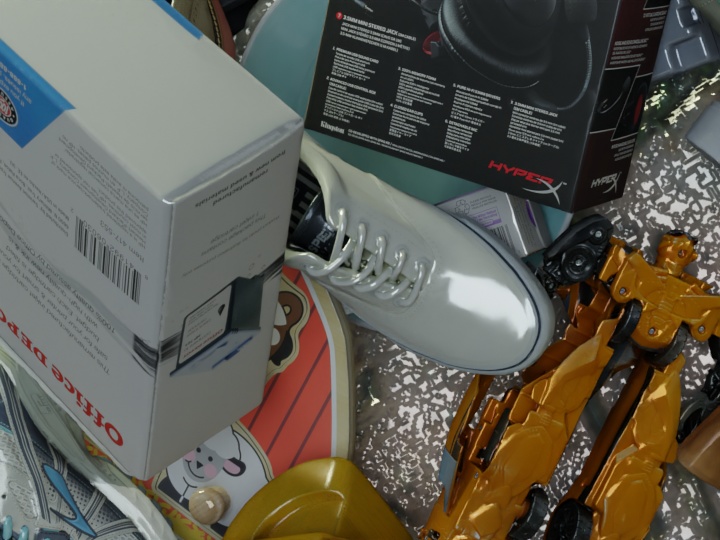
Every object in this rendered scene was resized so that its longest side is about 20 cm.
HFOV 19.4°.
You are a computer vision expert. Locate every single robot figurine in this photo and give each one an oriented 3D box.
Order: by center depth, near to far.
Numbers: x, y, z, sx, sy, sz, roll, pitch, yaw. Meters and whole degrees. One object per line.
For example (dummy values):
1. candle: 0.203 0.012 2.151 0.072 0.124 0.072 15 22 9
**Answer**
1. robot figurine: 0.114 0.068 1.060 0.144 0.058 0.201 25 94 -21

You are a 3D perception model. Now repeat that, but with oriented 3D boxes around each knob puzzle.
1. knob puzzle: -0.088 0.047 1.085 0.218 0.030 0.221 5 102 24

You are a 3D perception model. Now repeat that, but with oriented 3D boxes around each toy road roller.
1. toy road roller: -0.051 0.178 1.044 0.199 0.147 0.123 -11 131 31

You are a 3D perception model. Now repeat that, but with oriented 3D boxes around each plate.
1. plate: 0.024 -0.068 1.087 0.199 0.026 0.202 5 101 25

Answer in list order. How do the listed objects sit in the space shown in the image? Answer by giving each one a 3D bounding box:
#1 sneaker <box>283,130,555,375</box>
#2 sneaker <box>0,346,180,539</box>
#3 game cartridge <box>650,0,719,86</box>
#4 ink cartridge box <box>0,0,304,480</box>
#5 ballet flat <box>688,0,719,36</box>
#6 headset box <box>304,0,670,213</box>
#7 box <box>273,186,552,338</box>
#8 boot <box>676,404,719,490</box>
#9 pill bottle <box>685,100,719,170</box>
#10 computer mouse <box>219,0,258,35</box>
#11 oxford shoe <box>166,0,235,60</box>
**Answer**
1. sneaker: -0.002 -0.009 1.004 0.199 0.071 0.073 30 107 11
2. sneaker: -0.166 0.128 1.088 0.077 0.086 0.201 -28 100 49
3. game cartridge: 0.096 -0.181 1.055 0.133 0.041 0.201 -18 90 48
4. ink cartridge box: -0.112 -0.023 0.977 0.086 0.201 0.146 -33 62 -30
5. ballet flat: 0.190 -0.178 0.997 0.064 0.201 0.067 39 129 -20
6. headset box: 0.070 -0.146 0.994 0.148 0.075 0.201 18 106 24
7. box: 0.000 0.000 1.074 0.199 0.039 0.042 -19 89 27
8. boot: 0.283 0.068 1.032 0.188 0.069 0.201 29 105 -23
9. pill bottle: 0.251 -0.118 1.022 0.112 0.112 0.200 40 96 7
10. computer mouse: -0.051 -0.174 1.114 0.199 0.034 0.059 -33 84 8
11. oxford shoe: -0.122 -0.179 1.077 0.070 0.075 0.201 -30 70 7
